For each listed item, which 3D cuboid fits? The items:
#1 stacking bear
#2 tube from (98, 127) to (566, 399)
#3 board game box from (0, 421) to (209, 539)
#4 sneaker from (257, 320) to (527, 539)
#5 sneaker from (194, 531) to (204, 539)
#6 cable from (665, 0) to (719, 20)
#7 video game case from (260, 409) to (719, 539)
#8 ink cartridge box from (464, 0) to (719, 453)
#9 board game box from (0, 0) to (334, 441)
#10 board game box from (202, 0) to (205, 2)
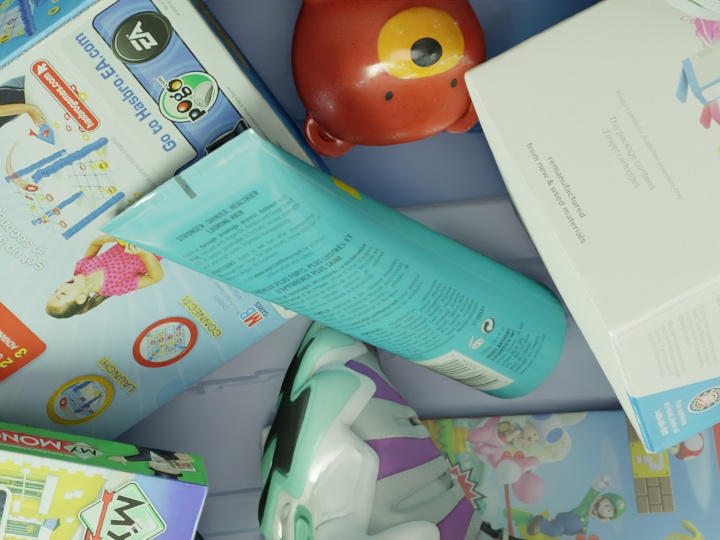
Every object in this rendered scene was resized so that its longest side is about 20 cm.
[{"bbox_3d":[0.002,-0.146,0.804,0.121,0.114,0.201,-12,100,-23],"label":"stacking bear"},{"bbox_3d":[0.000,0.000,0.809,0.077,0.050,0.200,-35,142,28],"label":"tube"},{"bbox_3d":[-0.148,0.153,0.809,0.134,0.029,0.200,12,108,-16],"label":"board game box"},{"bbox_3d":[0.035,0.109,0.831,0.140,0.200,0.078,12,140,-15],"label":"sneaker"},{"bbox_3d":[-0.137,0.178,0.873,0.200,0.066,0.079,-35,114,2],"label":"sneaker"},{"bbox_3d":[0.133,-0.186,0.694,0.069,0.200,0.200,-2,123,39],"label":"cable"},{"bbox_3d":[0.061,0.127,0.865,0.199,0.017,0.143,-2,63,-3],"label":"video game case"},{"bbox_3d":[0.163,-0.045,0.804,0.200,0.129,0.125,-28,62,1],"label":"ink cartridge box"},{"bbox_3d":[-0.119,-0.017,0.794,0.196,0.056,0.200,-34,141,3],"label":"board game box"},{"bbox_3d":[-0.125,-0.200,0.761,0.151,0.037,0.200,13,131,14],"label":"board game box"}]
